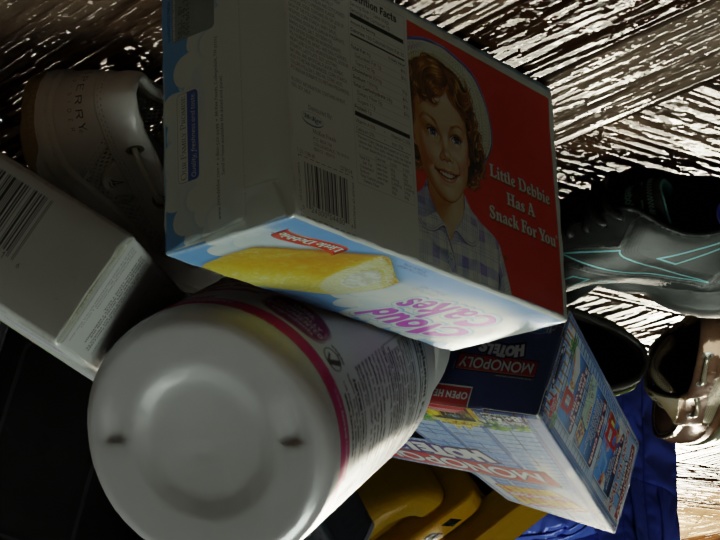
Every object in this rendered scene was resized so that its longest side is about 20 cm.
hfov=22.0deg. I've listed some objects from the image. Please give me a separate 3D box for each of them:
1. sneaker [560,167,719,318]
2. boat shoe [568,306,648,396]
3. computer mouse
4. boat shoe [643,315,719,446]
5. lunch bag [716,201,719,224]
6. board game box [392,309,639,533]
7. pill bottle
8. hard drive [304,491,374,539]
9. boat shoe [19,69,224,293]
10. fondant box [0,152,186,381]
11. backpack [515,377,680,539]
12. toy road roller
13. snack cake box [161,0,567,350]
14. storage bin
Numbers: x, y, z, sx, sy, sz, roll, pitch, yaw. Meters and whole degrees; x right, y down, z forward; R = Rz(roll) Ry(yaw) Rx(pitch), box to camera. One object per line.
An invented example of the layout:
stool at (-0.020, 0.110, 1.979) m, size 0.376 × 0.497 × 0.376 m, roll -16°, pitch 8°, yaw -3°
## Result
sneaker at (0.122, -0.023, 0.977) m, size 0.200 × 0.075 × 0.079 m, roll -2°, pitch 140°, yaw 1°
boat shoe at (0.112, 0.048, 1.175) m, size 0.061 × 0.072 × 0.201 m, roll -24°, pitch 159°, yaw 31°
computer mouse at (-0.173, 0.100, 1.105) m, size 0.110 × 0.200 × 0.044 m, roll -12°, pitch 128°, yaw 27°
boat shoe at (0.225, 0.064, 1.244) m, size 0.072 × 0.076 × 0.200 m, roll 4°, pitch 153°, yaw -9°
lunch bag at (0.291, 0.022, 0.879) m, size 0.170 × 0.200 × 0.127 m, roll 8°, pitch 139°, yaw -29°
board game box at (0.065, 0.081, 1.037) m, size 0.200 × 0.062 × 0.200 m, roll 5°, pitch 156°, yaw 36°
pill bottle at (-0.032, 0.050, 0.847) m, size 0.113 × 0.113 × 0.200 m, roll -10°, pitch -172°, yaw 21°
hard drive at (-0.069, 0.115, 1.133) m, size 0.042 × 0.135 × 0.200 m, roll -32°, pitch -167°, yaw -25°
boat shoe at (-0.075, -0.038, 0.860) m, size 0.069 × 0.071 × 0.200 m, roll -9°, pitch 161°, yaw 24°
fondant box at (-0.154, -0.005, 0.844) m, size 0.144 × 0.058 × 0.200 m, roll 31°, pitch 171°, yaw 12°
backpack at (0.141, 0.179, 1.371) m, size 0.162 × 0.200 × 0.168 m, roll -13°, pitch 160°, yaw 32°
toy road roller at (0.034, 0.129, 1.215) m, size 0.200 × 0.123 × 0.146 m, roll -37°, pitch 153°, yaw 0°
snack cake box at (0.007, -0.045, 0.780) m, size 0.067 × 0.115 × 0.200 m, roll -16°, pitch 158°, yaw 34°
storage bin at (-0.154, 0.085, 0.994) m, size 0.135 × 0.200 × 0.094 m, roll 24°, pitch 154°, yaw -22°
